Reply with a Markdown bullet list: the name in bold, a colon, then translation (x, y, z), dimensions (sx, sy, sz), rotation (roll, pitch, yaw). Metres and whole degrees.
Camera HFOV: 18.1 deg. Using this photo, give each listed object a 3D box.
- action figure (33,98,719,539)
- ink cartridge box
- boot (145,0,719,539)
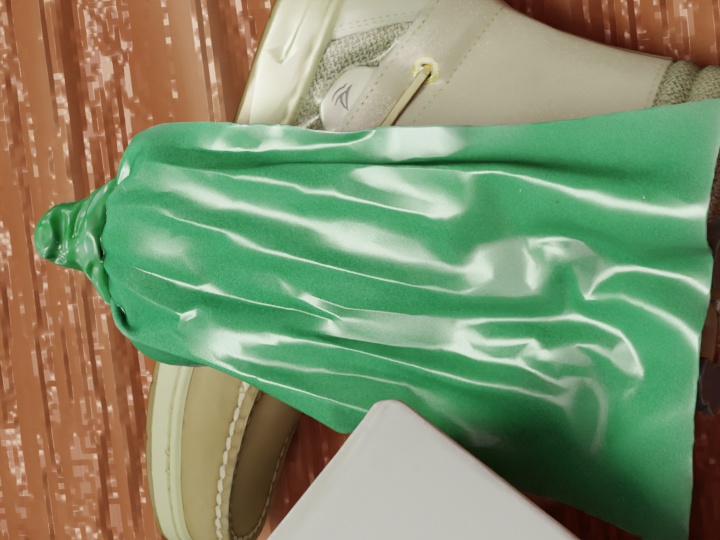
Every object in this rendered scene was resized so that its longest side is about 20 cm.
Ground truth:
- **action figure**: translation (0.000, 0.000, 0.617), dimensions (0.200, 0.055, 0.118), rotation (9, 98, 20)
- **ink cartridge box**: translation (0.034, 0.129, 0.615), dimensions (0.147, 0.200, 0.083), rotation (37, 76, 9)
- **boot**: translation (0.028, 0.014, 0.676), dimensions (0.154, 0.072, 0.200), rotation (20, 105, 11)
